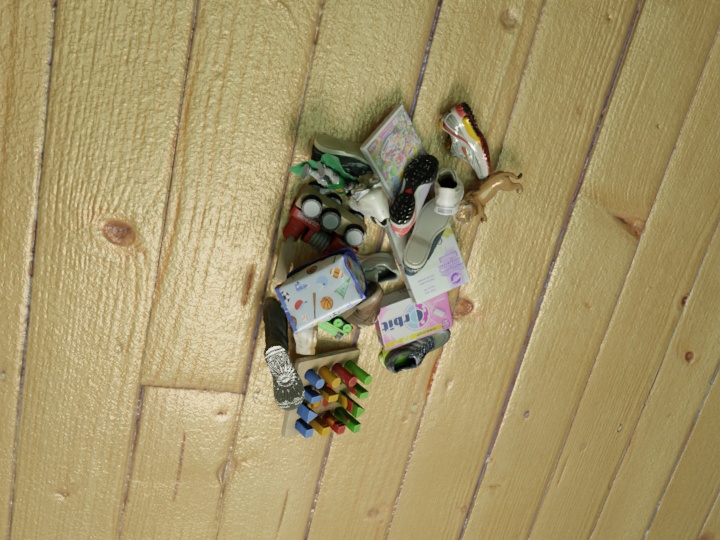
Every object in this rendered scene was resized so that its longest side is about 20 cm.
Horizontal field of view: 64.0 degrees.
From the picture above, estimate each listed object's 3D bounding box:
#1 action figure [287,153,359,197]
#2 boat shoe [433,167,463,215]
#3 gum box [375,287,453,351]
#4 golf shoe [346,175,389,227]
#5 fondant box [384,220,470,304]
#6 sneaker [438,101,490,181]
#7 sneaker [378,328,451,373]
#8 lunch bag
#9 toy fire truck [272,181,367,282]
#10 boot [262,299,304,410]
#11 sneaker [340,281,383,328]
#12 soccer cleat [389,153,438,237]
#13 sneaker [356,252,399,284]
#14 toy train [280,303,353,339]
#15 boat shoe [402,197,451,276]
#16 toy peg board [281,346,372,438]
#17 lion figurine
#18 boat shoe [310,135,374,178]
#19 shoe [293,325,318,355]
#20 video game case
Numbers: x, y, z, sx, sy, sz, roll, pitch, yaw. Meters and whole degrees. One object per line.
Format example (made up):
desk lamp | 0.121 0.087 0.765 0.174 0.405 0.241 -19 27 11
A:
action figure | -0.055 -0.190 1.227 0.115 0.199 0.056 -1 83 25
boat shoe | 0.194 -0.191 1.273 0.069 0.201 0.071 7 118 11
gum box | 0.131 0.104 1.426 0.196 0.066 0.116 -18 112 -9
golf shoe | 0.022 -0.132 1.229 0.077 0.200 0.099 -28 91 0
fondant box | 0.155 -0.043 1.352 0.141 0.058 0.204 -22 93 -8
sneaker | 0.244 -0.289 1.328 0.081 0.079 0.201 -18 126 27
sneaker | 0.146 0.206 1.457 0.197 0.081 0.075 -28 114 -5
lunch bag | -0.074 0.035 1.218 0.167 0.200 0.126 -24 90 7
toy fire truck | -0.102 -0.062 1.287 0.174 0.130 0.201 32 117 -18
boot | -0.180 0.186 1.292 0.071 0.200 0.186 -14 113 -11
sneaker | 0.021 0.084 1.326 0.075 0.200 0.071 37 66 -9
soccer cleat | 0.116 -0.167 1.271 0.067 0.074 0.203 21 67 12
sneaker | 0.000 0.000 1.338 0.195 0.092 0.078 -7 110 -14
toy train | -0.105 0.107 1.376 0.198 0.042 0.057 32 107 -23
boat shoe | 0.149 -0.076 1.287 0.073 0.062 0.203 21 64 6
toy peg board | -0.069 0.308 1.377 0.196 0.097 0.205 -5 113 -44
lion figurine | 0.294 -0.180 1.344 0.200 0.073 0.122 -46 145 4
boat shoe | -0.021 -0.237 1.266 0.195 0.075 0.067 5 133 -32
shoe | -0.127 0.152 1.310 0.052 0.200 0.072 2 75 -7
video game case | 0.091 -0.239 1.276 0.144 0.018 0.201 -50 128 -20
